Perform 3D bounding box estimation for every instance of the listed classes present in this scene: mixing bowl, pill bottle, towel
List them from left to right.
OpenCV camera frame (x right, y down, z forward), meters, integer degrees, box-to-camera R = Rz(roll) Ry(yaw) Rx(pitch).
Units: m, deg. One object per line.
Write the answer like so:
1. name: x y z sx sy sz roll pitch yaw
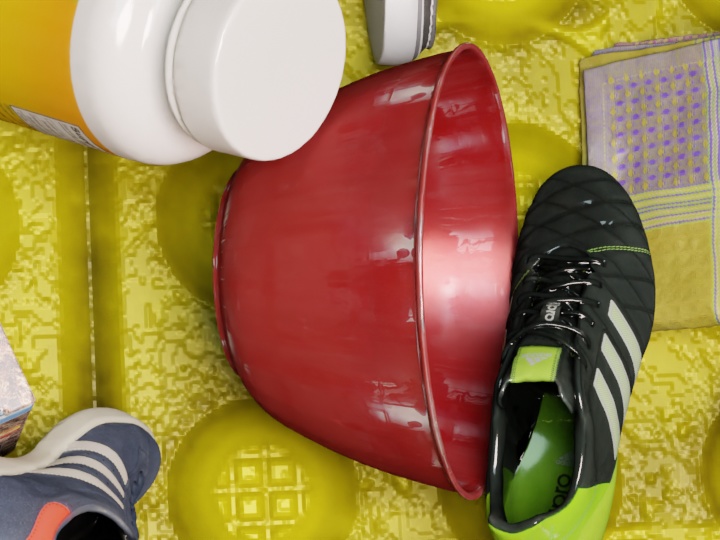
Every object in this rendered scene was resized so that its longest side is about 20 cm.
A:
1. pill bottle: -0.107 -0.108 1.164 0.200 0.111 0.111 17 74 37
2. mixing bowl: 0.000 0.000 1.192 0.108 0.200 0.201 0 80 15
3. towel: 0.187 -0.047 1.240 0.023 0.200 0.144 18 71 -52

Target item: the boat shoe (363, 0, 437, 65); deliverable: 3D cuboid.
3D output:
1. boat shoe: 0.038 -0.193 1.281 0.066 0.070 0.201 4 73 -7

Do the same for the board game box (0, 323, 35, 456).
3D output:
1. board game box: -0.231 0.055 1.122 0.159 0.200 0.097 -24 85 -13

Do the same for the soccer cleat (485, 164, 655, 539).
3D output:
1. soccer cleat: 0.092 0.038 1.210 0.067 0.081 0.201 0 68 19

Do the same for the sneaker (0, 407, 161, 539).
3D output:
1. sneaker: -0.118 0.115 1.137 0.084 0.200 0.075 33 107 13
